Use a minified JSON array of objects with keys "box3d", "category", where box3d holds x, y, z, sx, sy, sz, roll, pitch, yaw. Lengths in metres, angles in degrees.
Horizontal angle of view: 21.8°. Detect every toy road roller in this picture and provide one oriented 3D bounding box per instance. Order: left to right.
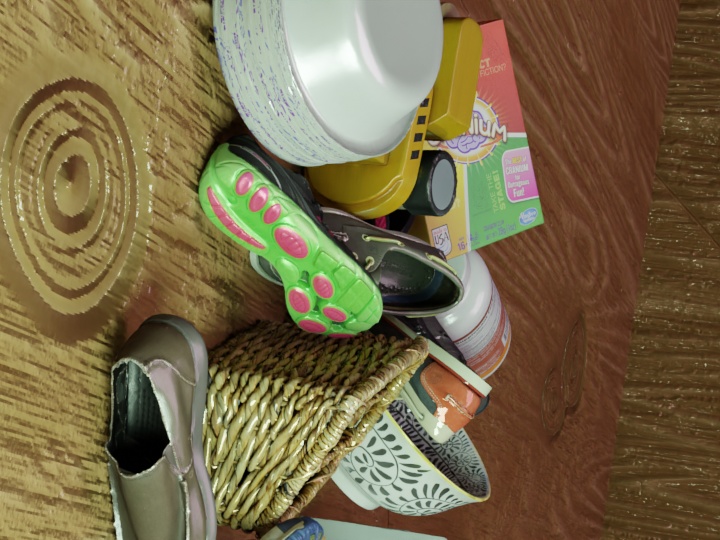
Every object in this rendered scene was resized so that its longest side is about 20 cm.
[{"box3d":[0.012,-0.142,1.562,0.146,0.122,0.202,28,70,-60],"category":"toy road roller"}]

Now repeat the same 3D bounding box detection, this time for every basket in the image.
[{"box3d":[-0.043,0.130,1.433,0.200,0.148,0.144,-31,126,-70],"category":"basket"}]

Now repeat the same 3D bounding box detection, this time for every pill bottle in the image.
[{"box3d":[0.082,0.034,1.870,0.200,0.111,0.113,59,41,-63],"category":"pill bottle"}]

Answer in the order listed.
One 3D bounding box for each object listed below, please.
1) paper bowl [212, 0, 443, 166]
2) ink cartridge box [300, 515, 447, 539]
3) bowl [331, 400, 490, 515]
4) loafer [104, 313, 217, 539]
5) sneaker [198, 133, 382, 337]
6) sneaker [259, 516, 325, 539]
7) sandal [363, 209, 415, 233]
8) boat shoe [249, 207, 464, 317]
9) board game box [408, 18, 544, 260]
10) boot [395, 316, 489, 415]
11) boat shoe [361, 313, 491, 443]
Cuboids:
[{"box3d":[-0.012,-0.182,1.388,0.200,0.104,0.202,16,71,-56],"category":"paper bowl"},{"box3d":[0.002,0.344,1.671,0.146,0.144,0.201,69,32,-56],"category":"ink cartridge box"},{"box3d":[0.019,0.153,1.681,0.094,0.201,0.201,-41,168,12],"category":"bowl"},{"box3d":[-0.145,0.132,1.252,0.071,0.073,0.202,-23,115,-59],"category":"loafer"},{"box3d":[-0.043,-0.027,1.412,0.200,0.076,0.084,53,28,-32],"category":"sneaker"},{"box3d":[-0.105,0.235,1.315,0.200,0.088,0.076,-43,138,-38],"category":"sneaker"},{"box3d":[-0.006,-0.030,1.628,0.201,0.075,0.045,-63,143,-43],"category":"sandal"},{"box3d":[0.001,-0.003,1.527,0.201,0.060,0.073,10,109,-41],"category":"boat shoe"},{"box3d":[0.089,-0.121,1.750,0.152,0.040,0.202,-21,103,-38],"category":"board game box"},{"box3d":[0.043,0.053,1.721,0.201,0.069,0.132,62,10,6],"category":"boot"},{"box3d":[0.034,0.080,1.567,0.071,0.200,0.063,37,88,-37],"category":"boat shoe"}]
